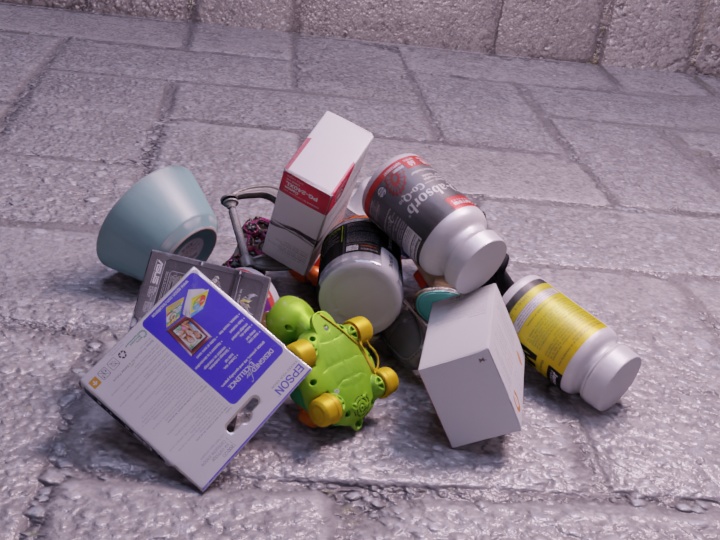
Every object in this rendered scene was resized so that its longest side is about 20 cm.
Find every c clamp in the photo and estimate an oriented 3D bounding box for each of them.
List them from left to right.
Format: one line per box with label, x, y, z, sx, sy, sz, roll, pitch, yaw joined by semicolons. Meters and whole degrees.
c clamp;-0.166;-0.060;1.627;0.171;0.027;0.200;-1;52;-17

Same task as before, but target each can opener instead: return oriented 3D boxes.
can opener;0.210;0.009;1.669;0.063;0.079;0.200;43;0;28

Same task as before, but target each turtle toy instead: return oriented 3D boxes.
turtle toy;-0.052;0.119;1.360;0.146;0.101;0.200;-19;78;-44

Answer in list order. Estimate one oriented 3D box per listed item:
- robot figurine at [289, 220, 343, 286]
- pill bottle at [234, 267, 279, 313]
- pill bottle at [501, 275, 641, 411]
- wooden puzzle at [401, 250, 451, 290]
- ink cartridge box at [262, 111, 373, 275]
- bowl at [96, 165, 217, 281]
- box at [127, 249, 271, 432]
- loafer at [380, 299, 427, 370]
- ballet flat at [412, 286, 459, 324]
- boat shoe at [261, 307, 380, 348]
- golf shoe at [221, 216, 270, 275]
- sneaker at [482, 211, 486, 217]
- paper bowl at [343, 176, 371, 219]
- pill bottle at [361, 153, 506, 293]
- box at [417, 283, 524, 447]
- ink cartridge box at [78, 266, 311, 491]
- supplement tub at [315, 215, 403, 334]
robot figurine;-0.037;-0.025;1.701;0.200;0.117;0.144;11;69;7
pill bottle;-0.208;0.074;1.444;0.112;0.113;0.200;22;29;28
pill bottle;0.293;0.104;1.502;0.114;0.114;0.200;-18;46;-43
wooden puzzle;0.118;-0.035;1.722;0.046;0.200;0.185;-24;9;31
ink cartridge box;-0.067;-0.112;1.560;0.083;0.200;0.145;28;52;4
bowl;-0.300;-0.053;1.633;0.105;0.201;0.201;41;36;19
box;-0.212;0.087;1.321;0.158;0.200;0.048;13;-18;-4
loafer;0.053;0.082;1.538;0.070;0.070;0.200;44;3;-26
ballet flat;0.171;0.068;1.621;0.200;0.072;0.072;12;24;-10
boat shoe;-0.064;0.097;1.489;0.200;0.066;0.074;4;29;-34
golf shoe;-0.184;0.010;1.642;0.073;0.092;0.200;25;47;1
sneaker;0.140;-0.075;1.641;0.080;0.086;0.200;14;1;25
paper bowl;0.065;-0.110;1.929;0.200;0.104;0.201;5;24;-2
pill bottle;0.104;-0.065;1.471;0.116;0.116;0.200;-16;49;-41
box;0.153;0.122;1.398;0.097;0.124;0.200;-18;19;17
ink cartridge box;-0.195;0.130;1.258;0.200;0.043;0.198;40;71;10
supplement tub;0.000;0.000;1.515;0.122;0.123;0.200;7;25;-2
